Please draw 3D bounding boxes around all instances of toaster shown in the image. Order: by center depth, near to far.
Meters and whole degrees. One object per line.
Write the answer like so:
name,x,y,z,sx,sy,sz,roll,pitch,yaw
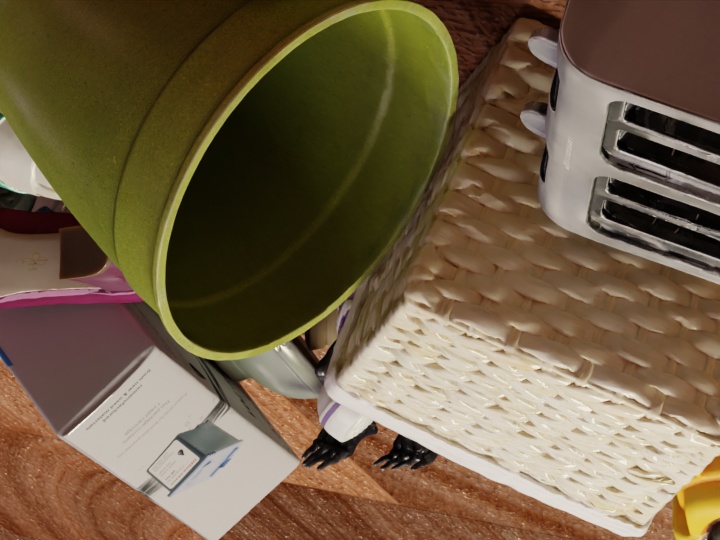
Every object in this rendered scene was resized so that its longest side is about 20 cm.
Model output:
toaster,0.179,-0.079,1.254,0.200,0.119,0.181,20,161,7

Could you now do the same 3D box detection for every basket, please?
basket,0.113,0.001,1.421,0.200,0.198,0.161,24,156,-3

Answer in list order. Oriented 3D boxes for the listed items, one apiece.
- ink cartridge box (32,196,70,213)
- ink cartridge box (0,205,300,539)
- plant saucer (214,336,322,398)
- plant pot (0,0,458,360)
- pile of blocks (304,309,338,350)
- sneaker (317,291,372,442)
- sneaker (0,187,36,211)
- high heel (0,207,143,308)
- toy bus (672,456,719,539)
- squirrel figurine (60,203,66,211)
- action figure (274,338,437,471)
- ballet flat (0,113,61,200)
ink cartridge box,-0.209,-0.022,1.810,0.067,0.117,0.200,32,159,-22
ink cartridge box,-0.145,0.068,1.693,0.146,0.086,0.200,49,-176,35
plant saucer,-0.093,0.017,1.738,0.200,0.050,0.200,51,180,0
plant pot,-0.090,-0.091,1.339,0.193,0.200,0.200,37,168,29
pile of blocks,-0.038,-0.035,1.705,0.200,0.082,0.062,57,-175,-42
sneaker,0.000,0.000,1.529,0.114,0.201,0.073,31,146,1
sneaker,-0.261,-0.085,1.725,0.199,0.076,0.114,37,176,28
high heel,-0.186,-0.004,1.608,0.200,0.068,0.096,5,178,39
toy bus,0.257,0.076,1.513,0.200,0.136,0.192,-5,142,24
squirrel figurine,-0.150,-0.100,1.579,0.186,0.142,0.200,14,175,-6
action figure,0.004,0.027,1.615,0.119,0.102,0.200,7,116,23
ballet flat,-0.139,-0.069,1.447,0.200,0.067,0.070,-2,-150,-16
